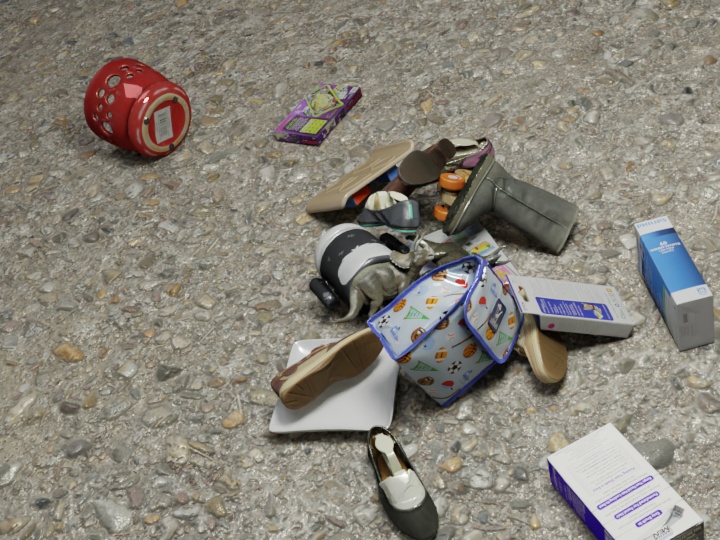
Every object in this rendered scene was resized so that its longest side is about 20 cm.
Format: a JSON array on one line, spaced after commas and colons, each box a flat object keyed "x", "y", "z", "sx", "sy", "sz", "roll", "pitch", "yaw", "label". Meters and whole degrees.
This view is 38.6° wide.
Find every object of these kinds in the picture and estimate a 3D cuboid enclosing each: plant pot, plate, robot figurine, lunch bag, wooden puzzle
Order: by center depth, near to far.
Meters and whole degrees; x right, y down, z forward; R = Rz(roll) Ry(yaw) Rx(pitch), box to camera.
[{"x": 0.144, "y": 0.087, "z": 1.571, "sx": 0.200, "sy": 0.170, "sz": 0.124, "roll": -40, "pitch": 44, "yaw": 2, "label": "lunch bag"}, {"x": -0.032, "y": 0.189, "z": 1.664, "sx": 0.199, "sy": 0.032, "sz": 0.200, "roll": -5, "pitch": 42, "yaw": 16, "label": "plate"}, {"x": 0.002, "y": 0.000, "z": 1.800, "sx": 0.150, "sy": 0.125, "sz": 0.200, "roll": 3, "pitch": 26, "yaw": -37, "label": "robot figurine"}, {"x": 0.004, "y": -0.174, "z": 2.012, "sx": 0.200, "sy": 0.046, "sz": 0.185, "roll": -41, "pitch": 16, "yaw": -20, "label": "wooden puzzle"}, {"x": -0.496, "y": -0.365, "z": 2.343, "sx": 0.182, "sy": 0.201, "sz": 0.200, "roll": 26, "pitch": 56, "yaw": 31, "label": "plant pot"}]

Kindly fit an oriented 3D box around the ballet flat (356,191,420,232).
[{"x": 0.050, "y": -0.107, "z": 1.822, "sx": 0.073, "sy": 0.073, "sz": 0.200, "roll": -32, "pitch": 17, "yaw": -17, "label": "ballet flat"}]

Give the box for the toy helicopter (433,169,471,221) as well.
[{"x": 0.207, "y": -0.150, "z": 1.905, "sx": 0.132, "sy": 0.079, "sz": 0.200, "roll": 8, "pitch": 23, "yaw": 1, "label": "toy helicopter"}]

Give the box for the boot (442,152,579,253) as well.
[{"x": 0.263, "y": -0.089, "z": 1.790, "sx": 0.182, "sy": 0.200, "sz": 0.073, "roll": -57, "pitch": 10, "yaw": -11, "label": "boot"}]

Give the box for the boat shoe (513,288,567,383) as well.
[{"x": 0.276, "y": 0.110, "z": 1.626, "sx": 0.065, "sy": 0.071, "sz": 0.200, "roll": -42, "pitch": 28, "yaw": 28, "label": "boat shoe"}]

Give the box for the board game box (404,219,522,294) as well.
[{"x": 0.176, "y": -0.003, "z": 1.801, "sx": 0.153, "sy": 0.040, "sz": 0.200, "roll": -22, "pitch": 40, "yaw": -5, "label": "board game box"}]

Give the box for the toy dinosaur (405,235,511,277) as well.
[{"x": 0.152, "y": -0.011, "z": 1.734, "sx": 0.102, "sy": 0.077, "sz": 0.200, "roll": -20, "pitch": 26, "yaw": -30, "label": "toy dinosaur"}]

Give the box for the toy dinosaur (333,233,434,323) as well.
[{"x": 0.034, "y": 0.028, "z": 1.678, "sx": 0.200, "sy": 0.103, "sz": 0.077, "roll": -26, "pitch": 0, "yaw": -11, "label": "toy dinosaur"}]

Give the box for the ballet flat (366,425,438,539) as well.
[{"x": 0.051, "y": 0.299, "z": 1.479, "sx": 0.068, "sy": 0.069, "sz": 0.200, "roll": -24, "pitch": 41, "yaw": -8, "label": "ballet flat"}]

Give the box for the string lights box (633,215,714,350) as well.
[{"x": 0.490, "y": 0.017, "z": 1.615, "sx": 0.059, "sy": 0.103, "sz": 0.200, "roll": -15, "pitch": 40, "yaw": 4, "label": "string lights box"}]

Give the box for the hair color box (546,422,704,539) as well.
[{"x": 0.349, "y": 0.307, "z": 1.368, "sx": 0.109, "sy": 0.065, "sz": 0.200, "roll": -26, "pitch": 39, "yaw": -11, "label": "hair color box"}]

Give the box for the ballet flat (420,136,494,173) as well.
[{"x": 0.166, "y": -0.224, "z": 2.033, "sx": 0.199, "sy": 0.071, "sz": 0.069, "roll": -15, "pitch": 41, "yaw": 4, "label": "ballet flat"}]

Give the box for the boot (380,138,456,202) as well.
[{"x": 0.071, "y": -0.152, "z": 1.900, "sx": 0.200, "sy": 0.064, "sz": 0.186, "roll": -37, "pitch": -3, "yaw": 41, "label": "boot"}]

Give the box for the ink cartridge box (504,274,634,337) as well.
[{"x": 0.324, "y": 0.056, "z": 1.616, "sx": 0.199, "sy": 0.037, "sz": 0.095, "roll": 8, "pitch": 37, "yaw": -18, "label": "ink cartridge box"}]

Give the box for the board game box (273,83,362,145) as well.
[{"x": -0.094, "y": -0.353, "z": 2.310, "sx": 0.120, "sy": 0.032, "sz": 0.200, "roll": 15, "pitch": 49, "yaw": 28, "label": "board game box"}]

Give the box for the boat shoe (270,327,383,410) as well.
[{"x": -0.055, "y": 0.144, "z": 1.648, "sx": 0.200, "sy": 0.072, "sz": 0.072, "roll": -34, "pitch": 39, "yaw": -16, "label": "boat shoe"}]
